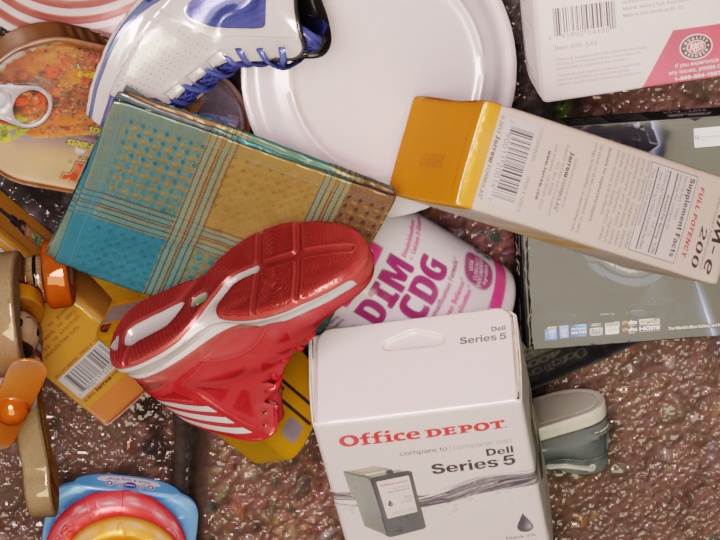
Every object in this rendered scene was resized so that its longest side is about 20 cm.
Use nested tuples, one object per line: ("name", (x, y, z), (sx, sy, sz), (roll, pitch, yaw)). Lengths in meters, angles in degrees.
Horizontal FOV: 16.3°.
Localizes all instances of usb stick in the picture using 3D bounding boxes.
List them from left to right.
("usb stick", (0.134, 0.058, 1.854), (0.199, 0.033, 0.056), (-24, 121, 5))

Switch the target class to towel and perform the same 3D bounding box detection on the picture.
("towel", (-0.094, -0.032, 1.661), (0.199, 0.022, 0.147), (19, 125, -16))

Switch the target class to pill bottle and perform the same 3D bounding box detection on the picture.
("pill bottle", (0.000, 0.000, 1.765), (0.199, 0.114, 0.114), (31, 108, -19))

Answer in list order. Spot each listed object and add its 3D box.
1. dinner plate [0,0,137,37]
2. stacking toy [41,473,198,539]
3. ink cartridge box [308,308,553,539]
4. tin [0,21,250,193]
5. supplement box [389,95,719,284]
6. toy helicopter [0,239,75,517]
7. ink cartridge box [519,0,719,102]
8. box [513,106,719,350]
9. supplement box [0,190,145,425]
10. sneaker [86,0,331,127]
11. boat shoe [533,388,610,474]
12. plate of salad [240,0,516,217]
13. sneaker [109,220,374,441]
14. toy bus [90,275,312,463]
("dinner plate", (-0.183, -0.244, 1.663), (0.199, 0.024, 0.201), (-10, 124, -15))
("stacking toy", (-0.175, 0.242, 1.811), (0.115, 0.200, 0.110), (7, 115, -9))
("ink cartridge box", (0.052, 0.129, 1.740), (0.144, 0.084, 0.201), (-8, 137, 7))
("tin", (-0.173, -0.105, 1.718), (0.199, 0.042, 0.113), (11, 111, -27))
("supplement box", (0.136, -0.055, 1.673), (0.199, 0.126, 0.074), (17, 89, -22))
("toy helicopter", (-0.226, 0.085, 1.698), (0.078, 0.132, 0.201), (-7, 118, -1))
("ink cartridge box", (0.177, -0.230, 1.694), (0.145, 0.085, 0.201), (-8, 118, -3))
("box", (0.209, -0.032, 1.794), (0.198, 0.044, 0.161), (-3, 102, -5))
("supplement box", (-0.229, 0.017, 1.774), (0.069, 0.067, 0.200), (-40, 113, 15))
("sneaker", (-0.085, -0.151, 1.625), (0.115, 0.081, 0.200), (35, 103, 10))
("boat shoe", (0.092, 0.145, 1.868), (0.199, 0.073, 0.062), (-16, 112, -5))
("plate of salad", (0.011, -0.137, 1.710), (0.199, 0.048, 0.202), (-2, 97, -20))
("sneaker", (-0.057, 0.043, 1.670), (0.199, 0.079, 0.116), (-20, 134, 26))
("toy bus", (-0.114, 0.048, 1.758), (0.200, 0.065, 0.079), (41, 62, -27))
